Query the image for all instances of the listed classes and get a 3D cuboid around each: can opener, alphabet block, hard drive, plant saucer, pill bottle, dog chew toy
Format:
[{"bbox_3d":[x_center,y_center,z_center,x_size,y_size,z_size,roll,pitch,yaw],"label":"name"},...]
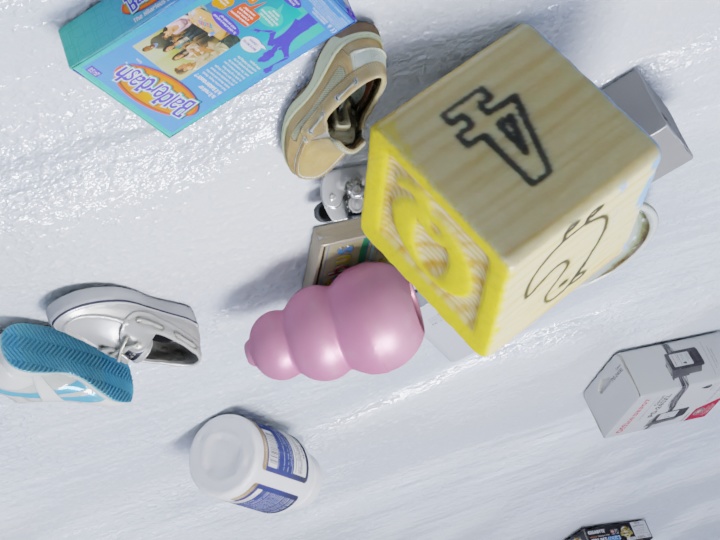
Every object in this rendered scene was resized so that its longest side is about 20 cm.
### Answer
[{"bbox_3d":[0.046,-0.094,1.554,0.199,0.053,0.066,-13,-174,-14],"label":"can opener"},{"bbox_3d":[0.137,-0.076,1.420,0.200,0.196,0.196,-36,157,-20],"label":"alphabet block"},{"bbox_3d":[0.140,0.052,1.899,0.131,0.025,0.200,-27,152,10],"label":"hard drive"},{"bbox_3d":[0.260,-0.039,1.796,0.199,0.050,0.201,-17,152,-9],"label":"plant saucer"},{"bbox_3d":[-0.133,0.265,1.990,0.111,0.112,0.200,-30,152,16],"label":"pill bottle"},{"bbox_3d":[-0.032,0.066,1.649,0.199,0.125,0.125,-16,154,8],"label":"dog chew toy"}]

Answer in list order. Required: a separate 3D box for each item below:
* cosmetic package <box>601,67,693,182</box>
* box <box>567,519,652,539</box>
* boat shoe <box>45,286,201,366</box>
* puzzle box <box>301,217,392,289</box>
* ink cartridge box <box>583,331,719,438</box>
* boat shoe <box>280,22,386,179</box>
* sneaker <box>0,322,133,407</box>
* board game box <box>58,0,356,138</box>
[{"bbox_3d":[0.246,-0.119,1.606,0.199,0.091,0.107,-33,151,14],"label":"cosmetic package"},{"bbox_3d":[0.478,0.593,3.108,0.197,0.050,0.200,2,145,-38],"label":"box"},{"bbox_3d":[-0.249,0.069,1.598,0.072,0.066,0.199,-35,151,24],"label":"boat shoe"},{"bbox_3d":[0.000,0.000,1.702,0.132,0.026,0.200,-13,152,-16],"label":"puzzle box"},{"bbox_3d":[0.469,0.179,2.310,0.199,0.084,0.146,-10,151,-23],"label":"ink cartridge box"},{"bbox_3d":[-0.024,-0.137,1.378,0.071,0.077,0.200,-10,151,-22],"label":"boat shoe"},{"bbox_3d":[-0.331,0.109,1.614,0.080,0.077,0.199,-28,148,31],"label":"sneaker"},{"bbox_3d":[-0.123,-0.201,1.223,0.199,0.045,0.152,-30,153,14],"label":"board game box"}]
